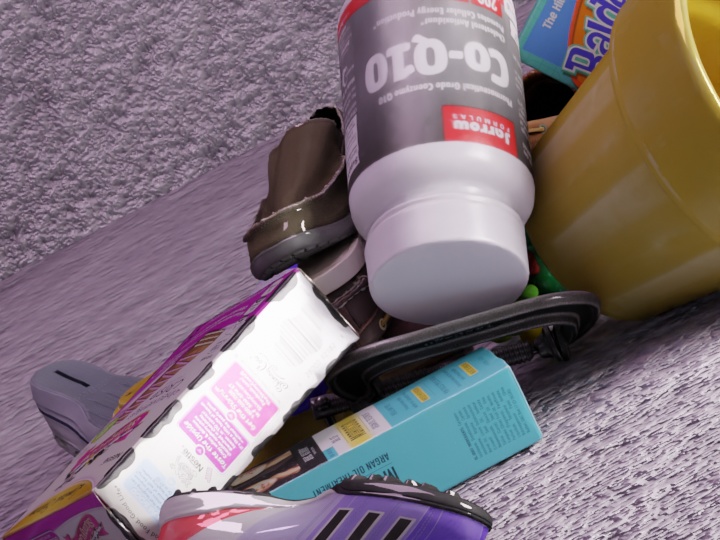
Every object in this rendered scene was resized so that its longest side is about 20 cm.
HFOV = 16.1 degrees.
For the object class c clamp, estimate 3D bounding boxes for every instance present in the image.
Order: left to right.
[{"bbox_3d":[0.056,0.054,1.564,0.199,0.027,0.171,-17,-19,9],"label":"c clamp"}]

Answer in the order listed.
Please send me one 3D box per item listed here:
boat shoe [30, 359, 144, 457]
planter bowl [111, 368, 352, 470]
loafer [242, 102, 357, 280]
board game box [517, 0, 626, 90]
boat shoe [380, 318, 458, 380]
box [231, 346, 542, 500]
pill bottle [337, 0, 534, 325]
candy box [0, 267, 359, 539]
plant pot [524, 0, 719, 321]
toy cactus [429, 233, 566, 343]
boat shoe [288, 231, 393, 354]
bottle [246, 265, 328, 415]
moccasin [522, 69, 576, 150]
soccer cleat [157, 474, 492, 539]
[{"bbox_3d":[-0.179,0.119,1.901,0.073,0.067,0.200,-25,24,-22],"label":"boat shoe"},{"bbox_3d":[-0.106,0.104,1.723,0.200,0.084,0.200,-27,9,4],"label":"planter bowl"},{"bbox_3d":[-0.037,-0.053,1.604,0.075,0.070,0.200,-28,11,19],"label":"loafer"},{"bbox_3d":[0.216,-0.160,1.613,0.153,0.199,0.045,-64,0,29],"label":"board game box"},{"bbox_3d":[0.025,0.030,1.792,0.072,0.072,0.200,-27,9,-4],"label":"boat shoe"},{"bbox_3d":[0.001,0.115,1.469,0.199,0.049,0.082,-27,9,-5],"label":"box"},{"bbox_3d":[0.047,-0.077,1.543,0.113,0.114,0.201,-22,54,26],"label":"pill bottle"},{"bbox_3d":[-0.106,0.098,1.492,0.200,0.061,0.136,-49,11,-34],"label":"candy box"},{"bbox_3d":[0.203,-0.069,1.534,0.189,0.201,0.201,-40,-1,40],"label":"plant pot"},{"bbox_3d":[0.118,-0.017,1.680,0.165,0.103,0.200,-33,1,9],"label":"toy cactus"},{"bbox_3d":[0.000,0.000,1.615,0.072,0.060,0.200,-29,10,14],"label":"boat shoe"},{"bbox_3d":[-0.034,0.029,1.688,0.083,0.066,0.200,-8,21,22],"label":"bottle"},{"bbox_3d":[0.130,-0.106,1.689,0.073,0.078,0.201,4,25,42],"label":"moccasin"},{"bbox_3d":[-0.022,0.152,1.334,0.199,0.068,0.074,-6,62,29],"label":"soccer cleat"}]
